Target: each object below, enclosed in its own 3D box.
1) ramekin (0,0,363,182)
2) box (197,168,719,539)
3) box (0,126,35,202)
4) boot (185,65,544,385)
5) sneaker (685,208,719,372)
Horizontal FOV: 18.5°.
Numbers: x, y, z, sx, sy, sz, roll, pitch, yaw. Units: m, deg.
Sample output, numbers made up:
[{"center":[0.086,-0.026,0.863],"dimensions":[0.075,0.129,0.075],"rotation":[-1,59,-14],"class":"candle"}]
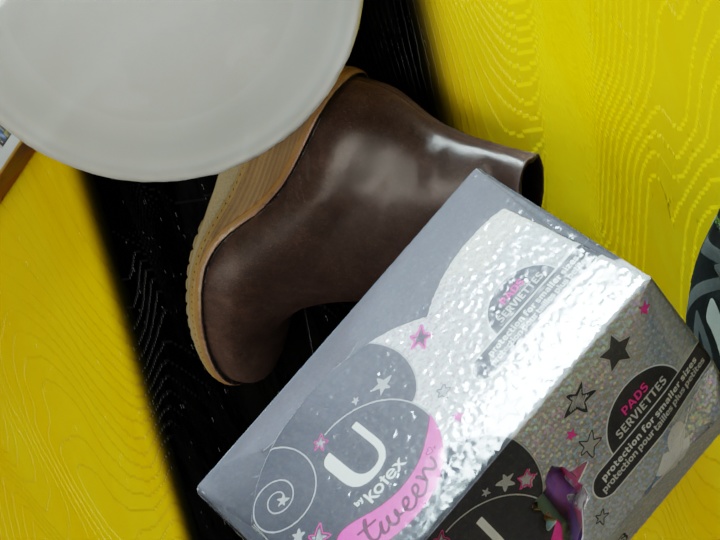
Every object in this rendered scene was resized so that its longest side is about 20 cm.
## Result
[{"center":[-0.099,-0.152,1.025],"dimensions":[0.200,0.094,0.204],"rotation":[-2,120,-4],"class":"ramekin"},{"center":[0.049,0.079,0.989],"dimensions":[0.132,0.200,0.115],"rotation":[35,172,47],"class":"box"},{"center":[-0.241,-0.089,1.237],"dimensions":[0.119,0.041,0.200],"rotation":[44,134,3],"class":"box"},{"center":[0.000,0.000,1.110],"dimensions":[0.165,0.072,0.201],"rotation":[24,124,21],"class":"boot"},{"center":[0.182,-0.007,0.982],"dimensions":[0.070,0.083,0.201],"rotation":[25,130,17],"class":"sneaker"}]
